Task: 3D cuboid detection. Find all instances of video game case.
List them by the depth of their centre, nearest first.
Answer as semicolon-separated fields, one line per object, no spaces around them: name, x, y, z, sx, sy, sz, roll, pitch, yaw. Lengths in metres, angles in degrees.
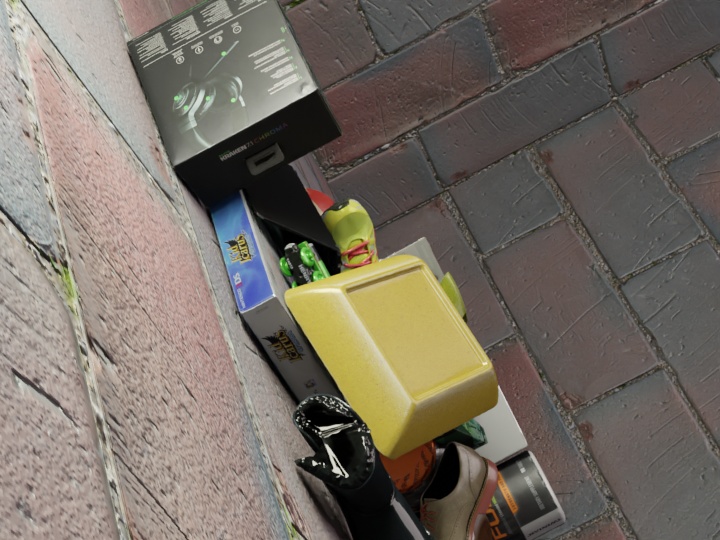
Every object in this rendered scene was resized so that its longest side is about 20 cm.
video game case;-0.091;0.035;1.313;0.182;0.045;0.201;59;5;-40

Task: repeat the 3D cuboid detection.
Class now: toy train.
toy train;-0.025;0.057;1.318;0.201;0.042;0.056;63;27;-4

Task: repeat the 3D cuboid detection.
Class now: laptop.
laptop;-0.097;-0.042;1.428;0.178;0.102;0.201;-119;-155;-46

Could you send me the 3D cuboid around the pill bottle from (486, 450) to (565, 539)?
pill bottle;0.158;0.326;1.589;0.107;0.199;0.106;62;2;-3

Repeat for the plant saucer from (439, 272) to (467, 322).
plant saucer;0.088;0.109;1.641;0.048;0.201;0.200;31;-3;9

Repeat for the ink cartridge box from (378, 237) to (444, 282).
ink cartridge box;0.024;0.038;1.746;0.163;0.199;0.050;60;2;-40

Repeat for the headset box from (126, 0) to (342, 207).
headset box;-0.134;-0.191;1.307;0.201;0.173;0.093;64;4;31

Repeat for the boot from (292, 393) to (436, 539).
boot;0.009;0.222;1.132;0.201;0.076;0.168;57;-3;28

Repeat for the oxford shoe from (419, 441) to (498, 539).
oxford shoe;0.081;0.282;1.317;0.075;0.070;0.201;39;60;-32

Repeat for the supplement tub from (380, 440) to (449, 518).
supplement tub;0.057;0.230;1.438;0.123;0.122;0.200;64;4;24

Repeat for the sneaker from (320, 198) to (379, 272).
sneaker;0.000;0.000;1.503;0.090;0.078;0.201;48;-21;44

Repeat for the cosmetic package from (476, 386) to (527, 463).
cosmetic package;0.115;0.231;1.663;0.124;0.198;0.200;63;4;10

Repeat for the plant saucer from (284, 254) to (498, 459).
plant saucer;0.047;0.071;1.250;0.199;0.048;0.201;-18;69;-48

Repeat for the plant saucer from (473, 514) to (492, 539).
plant saucer;0.128;0.364;1.431;0.200;0.036;0.203;0;90;-73

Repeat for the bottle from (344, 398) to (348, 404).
bottle;-0.004;0.117;1.409;0.200;0.065;0.084;-62;140;-58

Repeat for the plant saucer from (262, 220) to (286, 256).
plant saucer;-0.132;-0.059;1.510;0.201;0.036;0.200;64;3;-6

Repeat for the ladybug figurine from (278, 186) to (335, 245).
ladybug figurine;-0.059;-0.030;1.606;0.135;0.072;0.201;35;-36;38

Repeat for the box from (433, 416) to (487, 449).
box;0.065;0.115;1.349;0.200;0.036;0.145;28;38;-53
